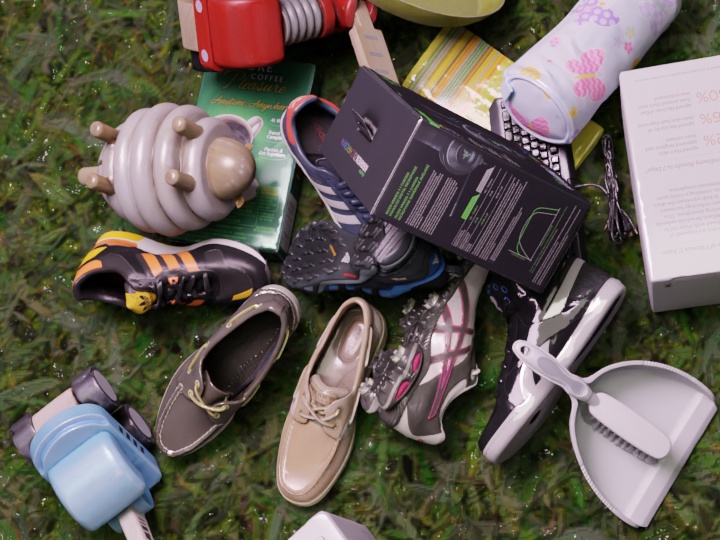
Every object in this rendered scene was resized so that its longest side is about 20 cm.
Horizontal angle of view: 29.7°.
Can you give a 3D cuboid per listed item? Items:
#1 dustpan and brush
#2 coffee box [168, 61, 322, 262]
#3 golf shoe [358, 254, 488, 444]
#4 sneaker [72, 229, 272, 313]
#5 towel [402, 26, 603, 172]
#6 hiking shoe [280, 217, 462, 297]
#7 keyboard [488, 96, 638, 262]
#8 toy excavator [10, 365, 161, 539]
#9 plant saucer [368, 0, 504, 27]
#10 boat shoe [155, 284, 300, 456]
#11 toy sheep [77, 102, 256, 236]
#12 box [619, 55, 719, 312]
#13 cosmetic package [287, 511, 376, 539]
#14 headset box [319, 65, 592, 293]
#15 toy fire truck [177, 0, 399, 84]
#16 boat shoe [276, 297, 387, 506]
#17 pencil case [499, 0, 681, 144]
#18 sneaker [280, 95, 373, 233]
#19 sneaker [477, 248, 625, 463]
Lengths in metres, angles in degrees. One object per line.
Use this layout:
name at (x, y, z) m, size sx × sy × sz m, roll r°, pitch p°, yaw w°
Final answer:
dustpan and brush at (0.210, 0.120, 1.188) m, size 0.199 × 0.057 × 0.141 m, roll 34°, pitch 84°, yaw -3°
coffee box at (-0.114, -0.116, 1.375) m, size 0.121 × 0.044 × 0.203 m, roll 6°, pitch 77°, yaw 14°
golf shoe at (0.077, 0.065, 1.276) m, size 0.088 × 0.077 × 0.201 m, roll 37°, pitch 71°, yaw -16°
sneaker at (-0.186, 0.016, 1.322) m, size 0.197 × 0.071 × 0.090 m, roll 7°, pitch 35°, yaw 18°
towel at (0.139, -0.161, 1.345) m, size 0.199 × 0.018 × 0.086 m, roll 39°, pitch 92°, yaw 19°
hiking shoe at (0.000, 0.000, 1.279) m, size 0.199 × 0.086 × 0.075 m, roll -2°, pitch 59°, yaw 53°
keyboard at (0.193, -0.079, 1.295) m, size 0.125 × 0.021 × 0.203 m, roll -10°, pitch 78°, yaw 14°
toy excavator at (-0.224, 0.221, 1.270) m, size 0.099 × 0.195 × 0.201 m, roll -34°, pitch 42°, yaw 1°
plant saucer at (0.048, -0.297, 1.337) m, size 0.200 × 0.199 × 0.031 m, roll 43°, pitch 129°, yaw 19°
boat shoe at (-0.133, 0.101, 1.290) m, size 0.072 × 0.060 × 0.202 m, roll 39°, pitch 101°, yaw -3°
toy sheep at (-0.188, -0.097, 1.296) m, size 0.197 × 0.138 × 0.140 m, roll 4°, pitch 75°, yaw 25°
box at (0.322, -0.080, 1.230) m, size 0.150 × 0.106 × 0.203 m, roll -8°, pitch 73°, yaw 11°
cosmetic package at (-0.015, 0.340, 1.162) m, size 0.167 × 0.166 × 0.200 m, roll -41°, pitch 71°, yaw -1°
headset box at (0.073, -0.086, 1.199) m, size 0.198 × 0.174 × 0.094 m, roll 23°, pitch 104°, yaw -24°
toy fire truck at (-0.056, -0.225, 1.299) m, size 0.174 × 0.131 × 0.199 m, roll -20°, pitch 27°, yaw -33°
boat shoe at (-0.033, 0.122, 1.279) m, size 0.071 × 0.065 × 0.202 m, roll 21°, pitch 82°, yaw 18°
pencil case at (0.217, -0.212, 1.276) m, size 0.091 × 0.083 × 0.200 m, roll 44°, pitch 70°, yaw -11°
sneaker at (-0.005, -0.085, 1.301) m, size 0.075 × 0.085 × 0.200 m, roll -42°, pitch 88°, yaw -10°
sneaker at (0.145, 0.068, 1.248) m, size 0.111 × 0.073 × 0.201 m, roll 35°, pitch 87°, yaw 21°
